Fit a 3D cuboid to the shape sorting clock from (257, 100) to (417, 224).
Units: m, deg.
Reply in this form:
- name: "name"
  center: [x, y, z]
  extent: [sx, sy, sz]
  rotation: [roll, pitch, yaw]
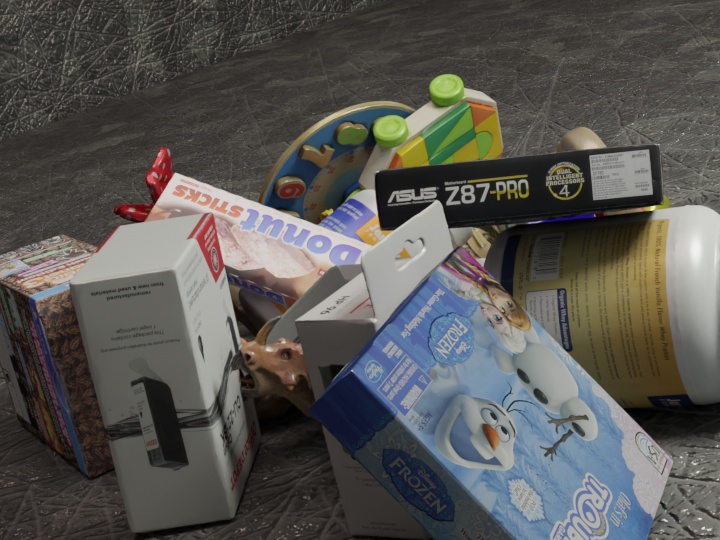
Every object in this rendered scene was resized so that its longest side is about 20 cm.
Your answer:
- name: "shape sorting clock"
  center: [-0.009, -0.075, 1.345]
  extent: [0.199, 0.201, 0.039]
  rotation: [-22, 51, -25]

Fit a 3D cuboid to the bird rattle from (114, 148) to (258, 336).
- name: "bird rattle"
  center: [-0.139, -0.015, 1.328]
  extent: [0.112, 0.201, 0.163]
  rotation: [-35, 37, -9]

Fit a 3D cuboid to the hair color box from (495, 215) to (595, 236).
- name: "hair color box"
  center: [0.169, -0.024, 1.280]
  extent: [0.064, 0.110, 0.200]
  rotation: [-16, 16, -1]

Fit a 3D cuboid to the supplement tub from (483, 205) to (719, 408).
- name: "supplement tub"
  center: [0.201, 0.029, 1.025]
  extent: [0.199, 0.145, 0.144]
  rotation: [-6, 18, 25]

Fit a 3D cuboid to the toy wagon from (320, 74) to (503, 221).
- name: "toy wagon"
  center: [0.051, -0.087, 1.326]
  extent: [0.200, 0.156, 0.040]
  rotation: [-37, 52, -17]

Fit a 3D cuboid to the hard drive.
- name: "hard drive"
  center: [0.012, 0.038, 1.128]
  extent: [0.199, 0.026, 0.132]
  rotation: [-4, -33, -50]

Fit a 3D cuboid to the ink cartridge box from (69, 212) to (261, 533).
- name: "ink cartridge box"
  center: [-0.142, 0.075, 1.058]
  extent: [0.083, 0.201, 0.144]
  rotation: [-8, 17, 7]

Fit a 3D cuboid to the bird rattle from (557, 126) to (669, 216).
- name: "bird rattle"
  center: [0.224, -0.051, 1.265]
  extent: [0.112, 0.164, 0.200]
  rotation: [-30, 5, 10]

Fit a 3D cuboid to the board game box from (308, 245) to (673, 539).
- name: "board game box"
  center: [0.087, 0.099, 0.821]
  extent: [0.043, 0.199, 0.200]
  rotation: [-44, 1, 30]

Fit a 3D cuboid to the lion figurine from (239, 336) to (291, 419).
- name: "lion figurine"
  center: [-0.131, 0.050, 1.205]
  extent: [0.072, 0.201, 0.122]
  rotation: [-24, -15, -44]

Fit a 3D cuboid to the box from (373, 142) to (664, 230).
- name: "box"
  center: [0.119, -0.059, 1.033]
  extent: [0.198, 0.050, 0.161]
  rotation: [-6, -1, 10]

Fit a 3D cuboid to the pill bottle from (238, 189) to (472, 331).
- name: "pill bottle"
  center: [0.000, 0.000, 1.236]
  extent: [0.200, 0.112, 0.112]
  rotation: [-40, 23, -11]

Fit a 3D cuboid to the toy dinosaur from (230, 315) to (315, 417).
- name: "toy dinosaur"
  center: [0.008, 0.072, 1.054]
  extent: [0.085, 0.137, 0.200]
  rotation: [1, 21, 40]

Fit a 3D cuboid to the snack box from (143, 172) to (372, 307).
- name: "snack box"
  center: [-0.089, -0.019, 1.183]
  extent: [0.199, 0.024, 0.072]
  rotation: [21, 64, 19]

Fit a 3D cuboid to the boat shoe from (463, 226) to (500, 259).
- name: "boat shoe"
  center: [0.119, 0.004, 1.285]
  extent: [0.062, 0.074, 0.200]
  rotation: [-27, 26, 6]

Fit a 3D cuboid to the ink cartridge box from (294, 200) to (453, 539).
- name: "ink cartridge box"
  center: [0.024, 0.065, 0.949]
  extent: [0.067, 0.201, 0.116]
  rotation: [-2, 20, 33]

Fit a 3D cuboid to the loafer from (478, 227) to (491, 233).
- name: "loafer"
  center: [0.166, -0.042, 1.422]
  extent: [0.199, 0.072, 0.063]
  rotation: [-12, 9, 16]

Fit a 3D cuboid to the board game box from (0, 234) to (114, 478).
- name: "board game box"
  center: [-0.251, 0.068, 1.232]
  extent: [0.096, 0.161, 0.200]
  rotation: [-22, 19, -26]
